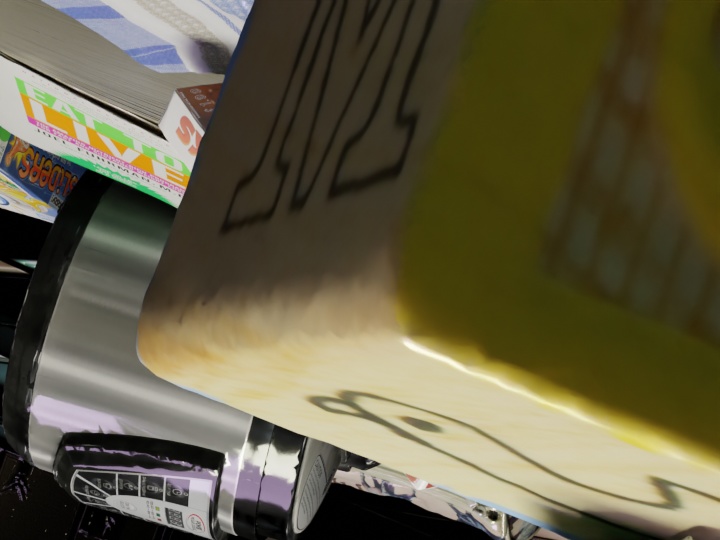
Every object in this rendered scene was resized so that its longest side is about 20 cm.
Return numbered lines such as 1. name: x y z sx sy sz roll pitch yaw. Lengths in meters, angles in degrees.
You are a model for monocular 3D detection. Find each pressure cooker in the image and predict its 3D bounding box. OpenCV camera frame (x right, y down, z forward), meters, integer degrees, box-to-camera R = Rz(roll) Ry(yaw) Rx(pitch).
1. pressure cooker: -0.065 0.044 1.464 0.200 0.179 0.176 18 -155 7

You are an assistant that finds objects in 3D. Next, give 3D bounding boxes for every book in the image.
1. book: -0.107 -0.073 1.301 0.133 0.048 0.200 23 171 1

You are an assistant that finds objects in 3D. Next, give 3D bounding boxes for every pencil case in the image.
1. pencil case: 0.032 0.126 1.948 0.200 0.078 0.089 16 -166 22

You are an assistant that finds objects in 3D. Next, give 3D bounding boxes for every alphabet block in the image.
1. alphabet block: 0.082 -0.036 0.713 0.195 0.197 0.200 21 170 -17

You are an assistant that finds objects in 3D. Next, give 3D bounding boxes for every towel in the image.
1. towel: -0.067 -0.108 1.088 0.200 0.024 0.147 9 164 46

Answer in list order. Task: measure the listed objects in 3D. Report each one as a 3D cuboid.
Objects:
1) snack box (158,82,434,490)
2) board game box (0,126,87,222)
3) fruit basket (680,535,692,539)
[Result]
1. snack box: 0.000 0.000 1.120 0.072 0.024 0.200 -10 -128 -40
2. board game box: -0.256 -0.080 1.540 0.200 0.035 0.135 16 169 20
3. fruit basket: 0.060 0.176 0.758 0.094 0.200 0.185 16 170 9
